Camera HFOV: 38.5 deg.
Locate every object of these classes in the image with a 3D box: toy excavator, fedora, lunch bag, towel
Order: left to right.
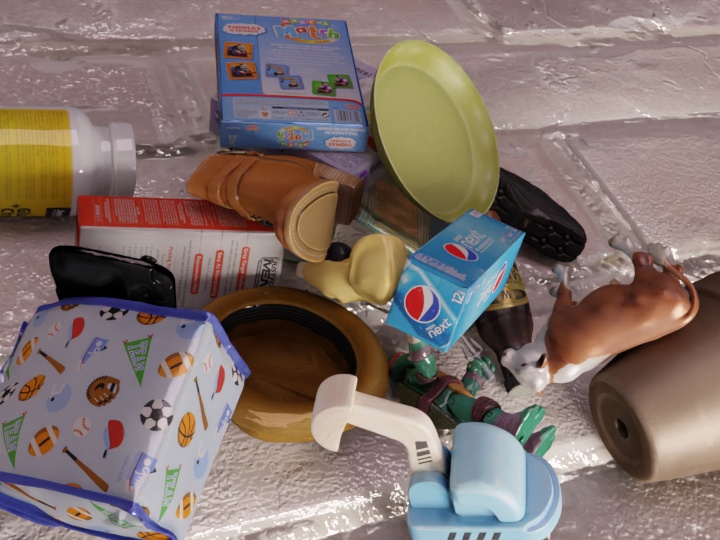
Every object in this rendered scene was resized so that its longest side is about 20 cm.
[{"bbox_3d":[-0.212,0.117,0.824,0.197,0.124,0.172,7,57,19],"label":"lunch bag"},{"bbox_3d":[-0.073,0.100,0.950,0.198,0.083,0.202,5,39,-4],"label":"fedora"},{"bbox_3d":[0.058,-0.070,1.159,0.199,0.022,0.148,32,37,-24],"label":"towel"},{"bbox_3d":[0.068,0.162,0.859,0.192,0.202,0.101,-2,40,13],"label":"toy excavator"}]

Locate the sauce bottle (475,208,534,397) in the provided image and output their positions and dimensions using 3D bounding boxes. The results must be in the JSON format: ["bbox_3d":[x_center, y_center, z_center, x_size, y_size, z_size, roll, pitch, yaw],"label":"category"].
[{"bbox_3d":[0.147,0.033,1.091,0.065,0.066,0.202,-5,62,-24],"label":"sauce bottle"}]

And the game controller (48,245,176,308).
[{"bbox_3d":[-0.213,0.027,0.900,0.103,0.200,0.043,20,67,-1],"label":"game controller"}]

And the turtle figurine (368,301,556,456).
[{"bbox_3d":[0.089,0.110,0.990,0.199,0.102,0.149,33,8,31],"label":"turtle figurine"}]

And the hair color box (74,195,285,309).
[{"bbox_3d":[-0.178,-0.013,1.011,0.197,0.103,0.061,2,33,-19],"label":"hair color box"}]

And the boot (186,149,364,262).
[{"bbox_3d":[-0.092,-0.067,0.956,0.153,0.075,0.200,14,13,10],"label":"boot"}]

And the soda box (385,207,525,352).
[{"bbox_3d":[0.094,0.004,0.970,0.064,0.069,0.200,25,24,15],"label":"soda box"}]

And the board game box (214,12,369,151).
[{"bbox_3d":[-0.078,-0.203,1.092,0.149,0.037,0.202,1,45,-11],"label":"board game box"}]

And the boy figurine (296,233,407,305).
[{"bbox_3d":[0.000,0.000,0.994,0.122,0.200,0.065,2,88,-7],"label":"boy figurine"}]

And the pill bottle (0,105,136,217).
[{"bbox_3d":[-0.334,-0.111,1.052,0.197,0.113,0.113,-2,46,-22],"label":"pill bottle"}]

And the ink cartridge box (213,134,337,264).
[{"bbox_3d":[-0.094,-0.112,1.160,0.145,0.084,0.201,13,43,-7],"label":"ink cartridge box"}]

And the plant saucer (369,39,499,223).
[{"bbox_3d":[0.074,-0.142,1.084,0.199,0.031,0.203,19,62,-41],"label":"plant saucer"}]

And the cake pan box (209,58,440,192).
[{"bbox_3d":[-0.040,-0.170,1.129,0.199,0.053,0.184,31,45,21],"label":"cake pan box"}]

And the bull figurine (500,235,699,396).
[{"bbox_3d":[0.229,0.044,1.006,0.065,0.198,0.123,43,33,-44],"label":"bull figurine"}]

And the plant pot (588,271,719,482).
[{"bbox_3d":[0.327,0.124,1.014,0.173,0.201,0.201,-23,54,-15],"label":"plant pot"}]

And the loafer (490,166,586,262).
[{"bbox_3d":[0.179,-0.078,1.226,0.199,0.068,0.071,30,21,-10],"label":"loafer"}]
